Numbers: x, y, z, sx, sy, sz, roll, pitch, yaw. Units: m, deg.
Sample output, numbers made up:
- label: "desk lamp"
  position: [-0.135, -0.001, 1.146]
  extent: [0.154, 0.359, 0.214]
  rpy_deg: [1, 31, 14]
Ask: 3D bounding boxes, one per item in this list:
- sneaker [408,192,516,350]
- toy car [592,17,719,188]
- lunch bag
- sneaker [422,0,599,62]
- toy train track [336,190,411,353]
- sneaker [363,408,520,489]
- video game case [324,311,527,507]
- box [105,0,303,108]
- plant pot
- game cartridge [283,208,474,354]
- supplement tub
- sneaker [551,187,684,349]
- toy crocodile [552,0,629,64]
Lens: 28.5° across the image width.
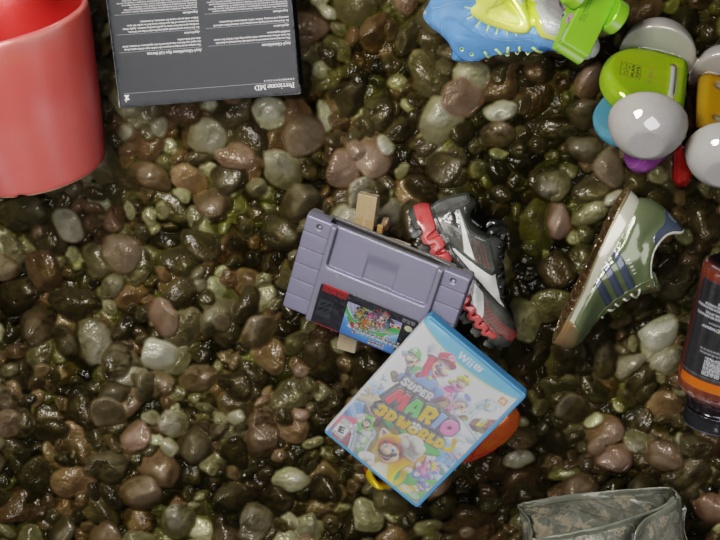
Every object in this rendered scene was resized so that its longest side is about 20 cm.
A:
- label: "sneaker"
  position: [0.138, -0.003, 1.619]
  extent: [0.098, 0.071, 0.201]
  rpy_deg: [-28, 104, 11]
- label: "toy car"
  position: [0.342, -0.163, 1.540]
  extent: [0.199, 0.176, 0.150]
  rpy_deg: [19, 143, -6]
- label: "lunch bag"
  position: [0.304, 0.358, 1.710]
  extent: [0.199, 0.118, 0.165]
  rpy_deg: [-10, 107, -3]
- label: "sneaker"
  position: [0.158, -0.264, 1.548]
  extent: [0.199, 0.076, 0.105]
  rpy_deg: [28, 124, -9]
- label: "toy train track"
  position: [0.000, 0.000, 1.639]
  extent: [0.114, 0.033, 0.201]
  rpy_deg: [15, 116, 13]
- label: "sneaker"
  position: [0.100, 0.215, 1.685]
  extent: [0.199, 0.077, 0.073]
  rpy_deg: [-25, 104, 6]
- label: "video game case"
  position: [0.073, 0.161, 1.613]
  extent: [0.143, 0.018, 0.200]
  rpy_deg: [40, 113, -3]
- label: "box"
  position: [-0.167, -0.258, 1.538]
  extent: [0.199, 0.079, 0.142]
  rpy_deg: [-4, 104, 1]
- label: "plant pot"
  position: [-0.364, -0.186, 1.511]
  extent: [0.200, 0.201, 0.178]
  rpy_deg: [-10, 116, 3]
- label: "game cartridge"
  position: [0.018, 0.024, 1.606]
  extent: [0.199, 0.038, 0.130]
  rpy_deg: [22, 114, 9]
- label: "supplement tub"
  position: [0.426, 0.088, 1.629]
  extent: [0.106, 0.107, 0.201]
  rpy_deg: [8, 108, -2]
- label: "sneaker"
  position: [0.300, 0.013, 1.624]
  extent: [0.090, 0.067, 0.201]
  rpy_deg: [24, 103, -2]
- label: "toy crocodile"
  position: [0.254, -0.315, 1.496]
  extent: [0.067, 0.062, 0.201]
  rpy_deg: [22, 86, -21]
